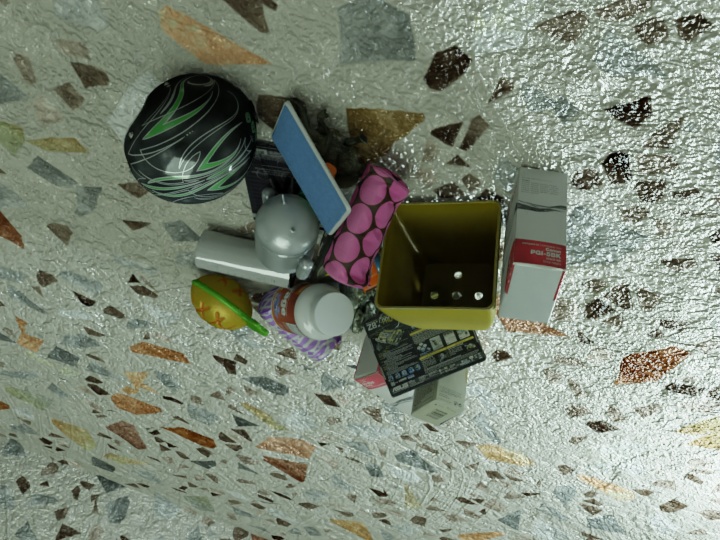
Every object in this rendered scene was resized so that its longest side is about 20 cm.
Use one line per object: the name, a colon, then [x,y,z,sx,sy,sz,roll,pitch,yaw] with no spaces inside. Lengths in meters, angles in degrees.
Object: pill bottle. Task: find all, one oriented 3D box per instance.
pill bottle: [-0.095,0.079,1.543,0.112,0.113,0.200,35,165,-24]

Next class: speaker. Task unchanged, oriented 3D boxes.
speaker: [-0.227,-0.023,1.544,0.199,0.081,0.081,12,144,6]

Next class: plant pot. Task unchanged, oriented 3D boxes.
plant pot: [0.152,0.010,1.356,0.199,0.201,0.177,0,154,18]

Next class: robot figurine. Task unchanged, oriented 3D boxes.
robot figurine: [-0.133,-0.065,1.376,0.170,0.113,0.200,58,164,11]

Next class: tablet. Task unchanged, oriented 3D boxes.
tablet: [-0.081,-0.161,1.237,0.201,0.014,0.130,60,158,5]

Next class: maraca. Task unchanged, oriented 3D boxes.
maraca: [-0.282,0.081,1.667,0.200,0.107,0.137,35,170,-2]

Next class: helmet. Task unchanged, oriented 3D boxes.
helmet: [-0.268,-0.200,1.230,0.199,0.191,0.200,10,143,8]

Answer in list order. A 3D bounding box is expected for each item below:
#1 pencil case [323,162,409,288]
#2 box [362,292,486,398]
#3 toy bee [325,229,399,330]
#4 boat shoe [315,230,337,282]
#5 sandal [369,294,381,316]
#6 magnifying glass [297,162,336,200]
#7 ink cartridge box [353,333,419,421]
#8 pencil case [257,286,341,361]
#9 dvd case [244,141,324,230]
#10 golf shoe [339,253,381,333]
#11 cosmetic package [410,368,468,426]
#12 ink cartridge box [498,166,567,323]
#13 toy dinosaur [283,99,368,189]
pencil case: [0.013,-0.071,1.279,0.093,0.201,0.091,21,-170,-23]
box: [0.124,0.137,1.501,0.199,0.162,0.049,-24,173,9]
toy bee: [0.000,0.000,1.398,0.130,0.109,0.201,-4,106,-10]
boat shoe: [-0.046,-0.043,1.481,0.067,0.057,0.200,-5,153,-19]
sandal: [0.002,0.099,1.637,0.199,0.055,0.082,-19,131,39]
magnifying glass: [-0.066,-0.132,1.310,0.079,0.022,0.200,33,159,1]
ink cartridge box: [0.096,0.217,1.678,0.200,0.147,0.083,38,140,-27]
pencil case: [-0.133,0.118,1.690,0.085,0.084,0.200,-29,125,30]
dvd case: [-0.135,-0.151,1.394,0.148,0.016,0.200,9,143,9]
golf shoe: [-0.010,0.029,1.536,0.097,0.078,0.201,40,132,32]
cosmetic package: [0.169,0.205,1.589,0.071,0.201,0.105,24,145,-16]
ink cartridge box: [0.275,-0.041,1.225,0.082,0.201,0.147,8,144,6]
toy dinosaur: [-0.055,-0.196,1.253,0.199,0.077,0.102,29,135,-22]
